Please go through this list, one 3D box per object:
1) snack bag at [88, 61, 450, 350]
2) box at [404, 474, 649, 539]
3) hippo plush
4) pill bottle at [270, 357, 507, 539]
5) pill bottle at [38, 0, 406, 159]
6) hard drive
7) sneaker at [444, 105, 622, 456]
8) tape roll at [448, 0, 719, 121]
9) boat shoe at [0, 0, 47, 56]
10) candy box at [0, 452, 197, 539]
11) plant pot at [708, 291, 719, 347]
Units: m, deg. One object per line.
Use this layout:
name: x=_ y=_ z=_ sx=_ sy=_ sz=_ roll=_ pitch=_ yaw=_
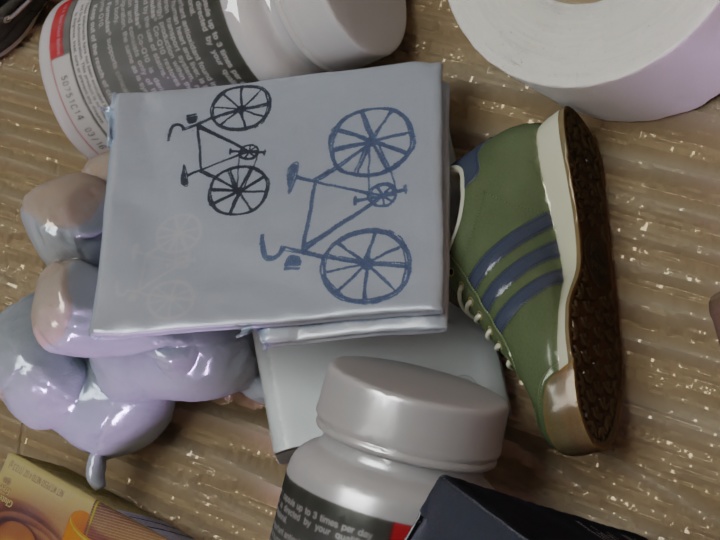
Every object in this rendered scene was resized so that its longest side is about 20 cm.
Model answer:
snack bag: x=-0.049 y=-0.034 z=1.475 sx=0.200 sy=0.021 sz=0.189 roll=-5 pitch=50 yaw=7
box: x=0.080 y=0.225 z=1.310 sx=0.117 sy=0.200 sz=0.197 roll=34 pitch=98 yaw=37
hippo plush: x=-0.131 y=0.030 z=1.578 sx=0.161 sy=0.200 sz=0.159 roll=-42 pitch=28 yaw=49
pill bottle: x=0.008 y=0.154 z=1.407 sx=0.114 sy=0.114 sz=0.200 roll=20 pitch=100 yaw=38
pill bottle: x=-0.080 y=-0.139 z=1.590 sx=0.200 sy=0.114 sz=0.114 roll=-19 pitch=66 yaw=31
hard drive: x=0.000 y=0.000 z=1.511 sx=0.132 sy=0.026 sz=0.200 roll=-12 pitch=66 yaw=2
sneaker: x=0.086 y=0.013 z=1.451 sx=0.090 sy=0.067 sz=0.200 roll=-15 pitch=61 yaw=26
tape roll: x=0.145 y=-0.186 z=1.468 sx=0.202 sy=0.071 sz=0.203 roll=-11 pitch=70 yaw=34
boat shoe: x=-0.220 y=-0.199 z=1.745 sx=0.200 sy=0.057 sz=0.067 roll=-33 pitch=59 yaw=24
candy box: x=-0.149 y=0.197 z=1.576 sx=0.200 sy=0.055 sz=0.116 roll=24 pitch=91 yaw=38
plant pot: x=0.277 y=0.070 z=1.239 sx=0.200 sy=0.200 sz=0.175 roll=-18 pitch=84 yaw=31
